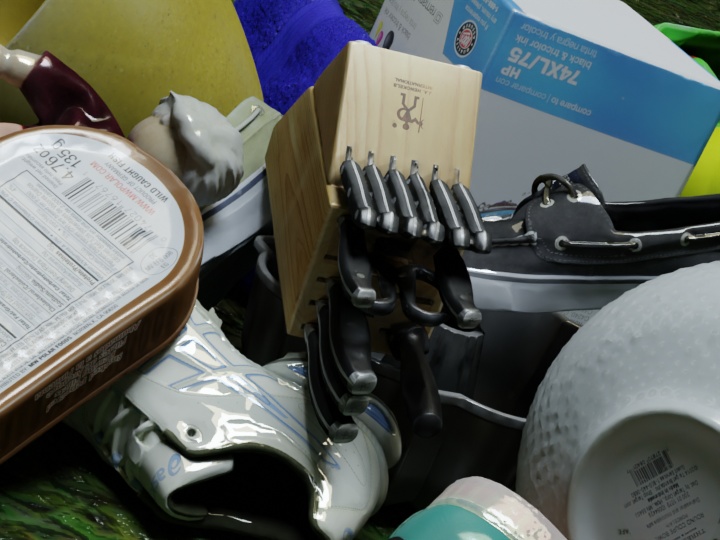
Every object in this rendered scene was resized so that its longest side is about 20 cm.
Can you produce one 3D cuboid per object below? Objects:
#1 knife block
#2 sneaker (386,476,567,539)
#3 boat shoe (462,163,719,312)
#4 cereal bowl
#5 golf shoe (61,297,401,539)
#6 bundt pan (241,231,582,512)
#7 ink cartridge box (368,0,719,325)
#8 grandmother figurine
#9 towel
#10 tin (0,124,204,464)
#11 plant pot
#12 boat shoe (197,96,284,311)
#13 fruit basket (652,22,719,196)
[{"bbox_3d":[0.000,0.000,0.979,0.063,0.177,0.200,12,-15,-14],"label":"knife block"},{"bbox_3d":[0.084,0.168,0.845,0.200,0.072,0.080,38,49,18],"label":"sneaker"},{"bbox_3d":[0.109,-0.018,1.070,0.198,0.067,0.070,4,16,-2],"label":"boat shoe"},{"bbox_3d":[0.142,0.097,0.890,0.200,0.201,0.083,33,24,29],"label":"cereal bowl"},{"bbox_3d":[-0.082,0.058,0.934,0.199,0.079,0.097,21,27,3],"label":"golf shoe"},{"bbox_3d":[0.029,0.055,1.065,0.201,0.076,0.202,21,18,-7],"label":"bundt pan"},{"bbox_3d":[0.073,-0.055,1.226,0.145,0.201,0.147,17,19,-27],"label":"ink cartridge box"},{"bbox_3d":[-0.147,-0.042,0.997,0.198,0.122,0.061,-10,6,-19],"label":"grandmother figurine"},{"bbox_3d":[-0.050,-0.083,1.246,0.049,0.148,0.200,23,17,-29],"label":"towel"},{"bbox_3d":[-0.148,0.009,0.899,0.112,0.042,0.200,36,50,21],"label":"tin"},{"bbox_3d":[-0.135,-0.099,1.174,0.142,0.200,0.200,42,11,-21],"label":"plant pot"},{"bbox_3d":[-0.086,-0.018,1.076,0.062,0.072,0.200,38,42,9],"label":"boat shoe"},{"bbox_3d":[0.202,-0.041,1.312,0.215,0.217,0.155,35,21,33],"label":"fruit basket"}]
